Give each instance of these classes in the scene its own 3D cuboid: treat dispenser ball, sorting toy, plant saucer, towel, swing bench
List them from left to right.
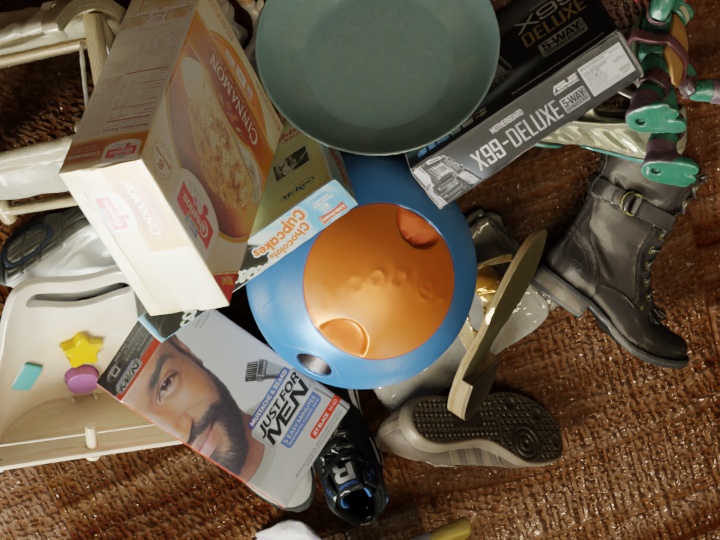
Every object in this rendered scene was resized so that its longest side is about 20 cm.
[{"bbox_3d":[-0.266,-0.115,1.363,0.197,0.130,0.201,-7,114,23],"label":"swing bench"},{"bbox_3d":[-0.242,0.077,1.504,0.198,0.107,0.181,-7,129,-14],"label":"sorting toy"},{"bbox_3d":[0.000,0.000,1.464,0.199,0.201,0.202,-4,120,-6],"label":"treat dispenser ball"},{"bbox_3d":[0.014,-0.178,1.399,0.199,0.203,0.039,-10,158,-3],"label":"plant saucer"},{"bbox_3d":[0.075,0.040,1.596,0.199,0.035,0.133,-34,117,12],"label":"towel"}]

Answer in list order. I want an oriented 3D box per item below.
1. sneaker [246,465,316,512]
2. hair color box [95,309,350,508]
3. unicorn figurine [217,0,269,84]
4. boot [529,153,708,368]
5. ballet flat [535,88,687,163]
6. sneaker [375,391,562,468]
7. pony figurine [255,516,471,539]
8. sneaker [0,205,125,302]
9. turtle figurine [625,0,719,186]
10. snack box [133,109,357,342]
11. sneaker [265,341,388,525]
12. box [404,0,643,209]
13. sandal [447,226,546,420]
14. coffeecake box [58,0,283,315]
[{"bbox_3d":[-0.104,0.161,1.612,0.074,0.080,0.201,-29,121,6],"label":"sneaker"},{"bbox_3d":[-0.117,0.108,1.488,0.200,0.064,0.111,37,83,-31],"label":"hair color box"},{"bbox_3d":[-0.150,-0.160,1.423,0.198,0.074,0.138,-2,116,-5],"label":"unicorn figurine"},{"bbox_3d":[0.263,-0.019,1.560,0.199,0.069,0.175,31,96,-22],"label":"boot"},{"bbox_3d":[0.186,-0.137,1.486,0.198,0.068,0.063,9,113,-3],"label":"ballet flat"},{"bbox_3d":[0.104,0.156,1.649,0.199,0.071,0.075,13,153,-34],"label":"sneaker"},{"bbox_3d":[-0.009,0.303,1.663,0.199,0.168,0.193,3,147,-40],"label":"pony figurine"},{"bbox_3d":[-0.220,-0.029,1.500,0.199,0.075,0.087,-27,132,15],"label":"sneaker"},{"bbox_3d":[0.266,-0.179,1.434,0.100,0.201,0.150,-13,137,38],"label":"turtle figurine"},{"bbox_3d":[-0.101,-0.040,1.395,0.199,0.117,0.037,-34,127,12],"label":"snack box"},{"bbox_3d":[-0.023,0.153,1.599,0.073,0.112,0.201,-26,120,6],"label":"sneaker"},{"bbox_3d":[0.122,-0.156,1.419,0.199,0.158,0.050,-33,120,11],"label":"box"},{"bbox_3d":[0.099,0.037,1.540,0.069,0.078,0.213,30,127,19],"label":"sandal"},{"bbox_3d":[-0.138,-0.093,1.305,0.073,0.201,0.154,-8,134,22],"label":"coffeecake box"}]
